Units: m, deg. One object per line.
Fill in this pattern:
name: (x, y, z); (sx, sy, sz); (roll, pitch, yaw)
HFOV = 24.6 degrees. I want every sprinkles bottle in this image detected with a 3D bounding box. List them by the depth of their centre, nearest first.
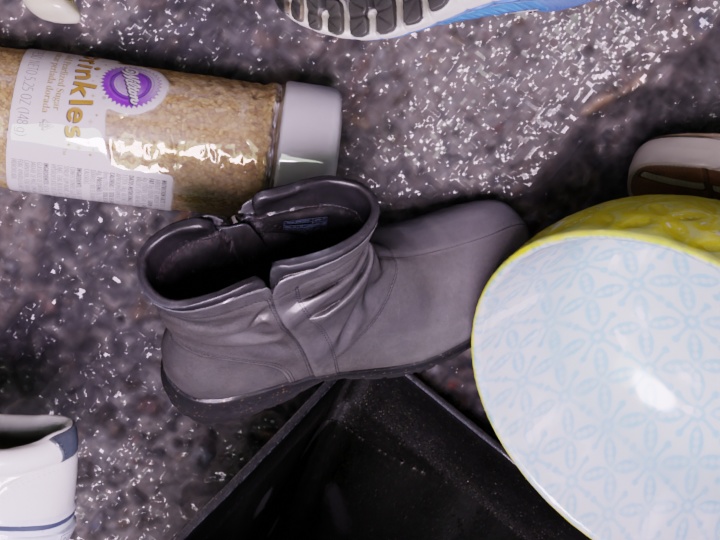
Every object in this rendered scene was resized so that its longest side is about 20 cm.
sprinkles bottle: (-0.109, -0.063, 0.764); (0.197, 0.068, 0.069); (7, 112, -4)

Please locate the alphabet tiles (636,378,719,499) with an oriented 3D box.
alphabet tiles: (0.208, 0.105, 0.802); (0.166, 0.006, 0.201); (-37, 66, 14)

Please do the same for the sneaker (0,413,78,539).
sneaker: (-0.218, 0.074, 0.716); (0.197, 0.073, 0.072); (10, 103, -15)

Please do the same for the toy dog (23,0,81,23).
toy dog: (-0.161, -0.193, 0.676); (0.199, 0.140, 0.195); (-31, 97, 11)

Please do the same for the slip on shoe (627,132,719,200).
slip on shoe: (0.229, -0.041, 0.789); (0.197, 0.061, 0.076); (8, 144, 13)

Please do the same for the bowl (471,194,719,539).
bowl: (0.161, 0.037, 0.761); (0.198, 0.108, 0.202); (23, 137, 24)

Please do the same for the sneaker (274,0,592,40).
sneaker: (0.053, -0.138, 0.730); (0.197, 0.089, 0.080); (-1, 87, 21)

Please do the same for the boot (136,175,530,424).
boot: (0.000, 0.000, 0.736); (0.198, 0.070, 0.132); (-25, 158, -17)

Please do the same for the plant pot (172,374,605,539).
plant pot: (0.000, 0.196, 0.791); (0.199, 0.200, 0.178); (37, 125, 7)
